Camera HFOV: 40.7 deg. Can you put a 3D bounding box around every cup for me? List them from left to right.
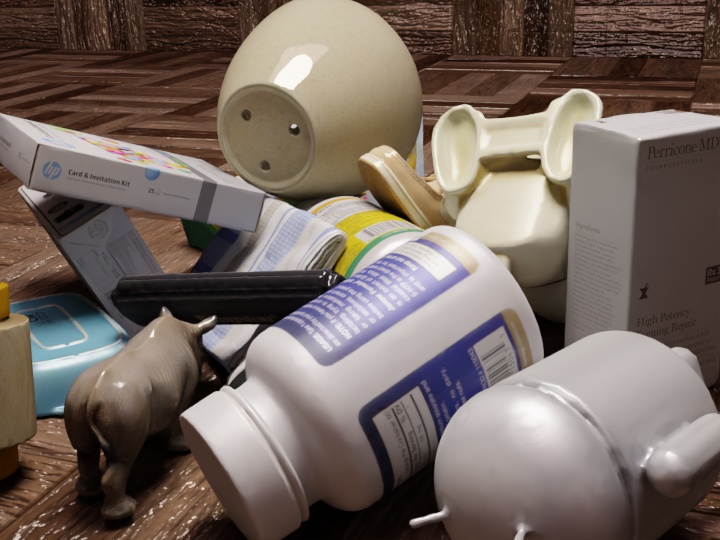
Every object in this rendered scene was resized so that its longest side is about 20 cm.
[{"bbox_3d":[-0.057,-0.146,0.918,0.199,0.202,0.143,6,25,22],"label":"cup"}]

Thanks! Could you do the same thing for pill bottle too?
[{"bbox_3d":[0.000,0.070,0.579,0.199,0.120,0.119,-31,30,-21],"label":"pill bottle"},{"bbox_3d":[0.000,0.000,0.836,0.112,0.114,0.200,-10,21,-24],"label":"pill bottle"}]

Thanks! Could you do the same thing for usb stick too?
[{"bbox_3d":[-0.098,0.022,0.728,0.198,0.056,0.033,-2,57,26],"label":"usb stick"}]

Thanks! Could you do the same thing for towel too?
[{"bbox_3d":[-0.096,0.005,0.828,0.024,0.147,0.200,38,-5,-31],"label":"towel"}]

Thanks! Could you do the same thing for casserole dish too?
[{"bbox_3d":[-0.253,0.062,0.797,0.120,0.039,0.200,-12,21,-29],"label":"casserole dish"}]

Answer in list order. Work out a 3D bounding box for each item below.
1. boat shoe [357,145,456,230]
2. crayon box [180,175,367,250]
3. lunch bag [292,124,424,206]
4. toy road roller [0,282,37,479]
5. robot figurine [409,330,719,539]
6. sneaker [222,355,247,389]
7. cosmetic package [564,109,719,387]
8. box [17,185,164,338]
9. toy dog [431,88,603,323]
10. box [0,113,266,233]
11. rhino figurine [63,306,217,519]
[{"bbox_3d":[0.074,-0.053,0.868,0.069,0.200,0.074,-48,39,-3],"label":"boat shoe"},{"bbox_3d":[-0.095,-0.056,1.059,0.125,0.052,0.199,-31,31,-30],"label":"crayon box"},{"bbox_3d":[-0.014,-0.163,1.173,0.126,0.202,0.169,-14,23,-31],"label":"lunch bag"},{"bbox_3d":[-0.306,0.066,0.672,0.198,0.124,0.146,0,8,8],"label":"toy road roller"},{"bbox_3d":[0.119,0.103,0.528,0.199,0.114,0.169,-19,-2,-40],"label":"robot figurine"},{"bbox_3d":[0.004,0.082,0.668,0.199,0.076,0.087,-13,28,-28],"label":"sneaker"},{"bbox_3d":[0.210,-0.010,0.710,0.101,0.202,0.074,-12,22,-26],"label":"cosmetic package"},{"bbox_3d":[-0.248,-0.026,0.909,0.060,0.117,0.200,-36,29,-15],"label":"box"},{"bbox_3d":[0.163,-0.027,0.804,0.139,0.196,0.200,-12,-29,26],"label":"toy dog"},{"bbox_3d":[-0.204,-0.085,0.843,0.199,0.042,0.156,9,11,-33],"label":"box"},{"bbox_3d":[-0.140,0.079,0.660,0.059,0.088,0.200,3,18,11],"label":"rhino figurine"}]
